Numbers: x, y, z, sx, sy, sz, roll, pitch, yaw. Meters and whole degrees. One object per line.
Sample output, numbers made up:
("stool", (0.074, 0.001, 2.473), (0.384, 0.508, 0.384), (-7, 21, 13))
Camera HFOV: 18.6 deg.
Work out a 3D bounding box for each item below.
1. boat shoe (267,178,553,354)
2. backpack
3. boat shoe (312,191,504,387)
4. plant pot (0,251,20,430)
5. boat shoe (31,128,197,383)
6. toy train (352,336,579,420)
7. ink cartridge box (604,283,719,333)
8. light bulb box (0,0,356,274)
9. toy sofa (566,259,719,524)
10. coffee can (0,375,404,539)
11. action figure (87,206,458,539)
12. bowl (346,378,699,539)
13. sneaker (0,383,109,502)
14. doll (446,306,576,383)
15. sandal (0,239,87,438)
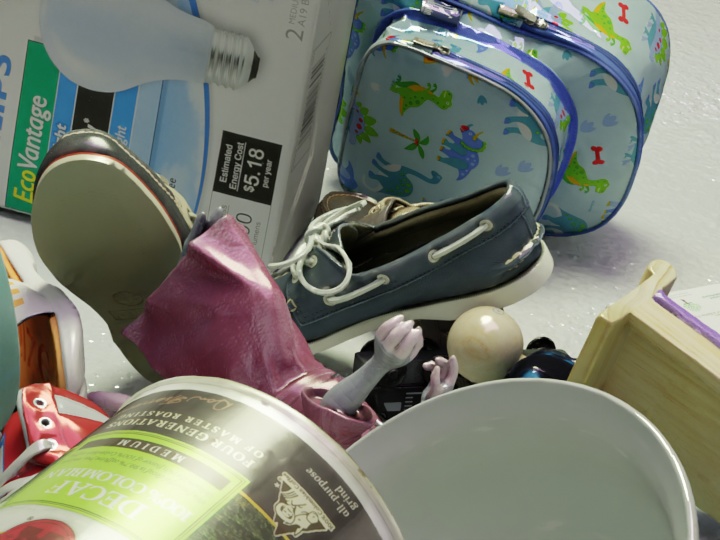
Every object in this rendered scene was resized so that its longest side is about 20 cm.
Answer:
("boat shoe", (0.000, 0.000, 1.161), (0.199, 0.062, 0.075), (-12, 28, 22))
("backpack", (0.085, -0.106, 1.393), (0.199, 0.183, 0.147), (17, 47, 4))
("boat shoe", (0.034, -0.006, 1.265), (0.074, 0.074, 0.200), (-2, 28, -29))
("plant pot", (-0.234, 0.023, 0.888), (0.160, 0.201, 0.201), (-16, 34, -27))
("boat shoe", (-0.107, -0.013, 1.079), (0.071, 0.200, 0.063), (-3, 58, 15))
("toy train", (0.090, 0.061, 1.181), (0.199, 0.046, 0.034), (0, 20, -19))
("ink cartridge box", (0.234, 0.070, 1.235), (0.099, 0.039, 0.200), (-7, 29, -37))
("light bulb box", (-0.116, -0.127, 1.310), (0.199, 0.199, 0.125), (14, 22, 8))
("toy sofa", (0.194, 0.084, 1.013), (0.200, 0.083, 0.097), (37, 42, 21))
("coffee can", (-0.092, 0.146, 0.739), (0.146, 0.147, 0.200), (23, 37, 24))
("action figure", (-0.030, 0.069, 0.990), (0.200, 0.149, 0.134), (47, 0, 31))
("bowl", (0.055, 0.149, 0.865), (0.200, 0.090, 0.202), (-21, 42, 20))
("sneaker", (-0.139, 0.112, 0.908), (0.112, 0.071, 0.200), (37, 24, 18))
("doll", (0.132, 0.079, 1.113), (0.199, 0.049, 0.136), (28, 11, 7))
("sandal", (-0.177, 0.040, 1.075), (0.059, 0.080, 0.207), (-5, 17, -19))
